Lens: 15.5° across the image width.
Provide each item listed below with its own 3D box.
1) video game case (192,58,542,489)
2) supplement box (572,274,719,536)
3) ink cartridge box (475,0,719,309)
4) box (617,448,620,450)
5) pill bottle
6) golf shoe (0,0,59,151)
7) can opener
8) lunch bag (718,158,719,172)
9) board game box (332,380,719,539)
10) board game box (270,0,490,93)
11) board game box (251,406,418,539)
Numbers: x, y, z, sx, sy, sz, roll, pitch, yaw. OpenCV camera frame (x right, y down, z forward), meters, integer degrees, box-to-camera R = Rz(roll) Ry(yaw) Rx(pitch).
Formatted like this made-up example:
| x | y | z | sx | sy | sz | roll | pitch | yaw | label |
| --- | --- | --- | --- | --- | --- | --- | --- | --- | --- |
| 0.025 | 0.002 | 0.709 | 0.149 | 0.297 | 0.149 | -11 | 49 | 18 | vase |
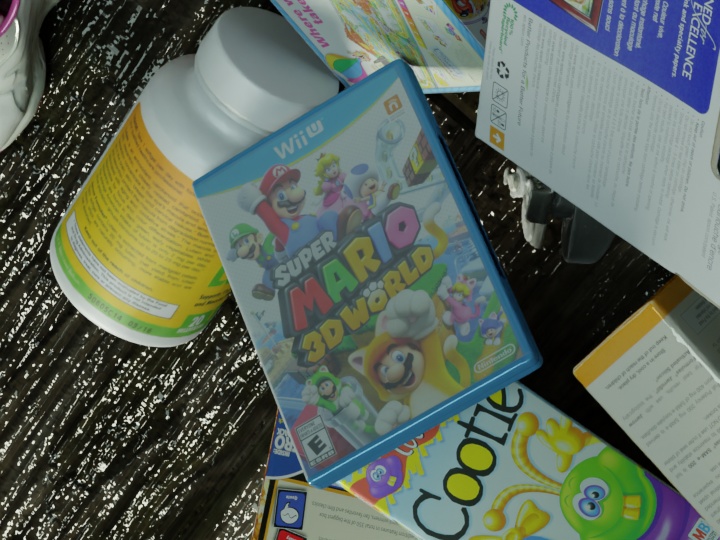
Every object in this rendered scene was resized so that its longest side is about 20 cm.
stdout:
| x | y | z | sx | sy | sz | roll | pitch | yaw | label |
| --- | --- | --- | --- | --- | --- | --- | --- | --- | --- |
| 0.000 | 0.000 | 1.440 | 0.143 | 0.018 | 0.200 | -30 | 62 | 15 | video game case |
| 0.226 | 0.088 | 1.440 | 0.200 | 0.126 | 0.074 | 48 | 125 | 5 | supplement box |
| 0.144 | -0.108 | 1.328 | 0.200 | 0.047 | 0.198 | 36 | 135 | 35 | ink cartridge box |
| 0.080 | 0.174 | 1.608 | 0.200 | 0.049 | 0.082 | -17 | 100 | 34 | box |
| -0.095 | -0.057 | 1.573 | 0.111 | 0.111 | 0.200 | 42 | 125 | 8 | pill bottle |
| -0.234 | -0.146 | 1.630 | 0.075 | 0.092 | 0.200 | 31 | 124 | 14 | golf shoe |
| 0.123 | -0.101 | 1.475 | 0.066 | 0.053 | 0.200 | 3 | 118 | -8 | can opener |
| 0.279 | -0.094 | 1.333 | 0.200 | 0.122 | 0.170 | 28 | 128 | 18 | lunch bag |
| 0.090 | 0.127 | 1.474 | 0.200 | 0.105 | 0.103 | 34 | 87 | 0 | board game box |
| -0.008 | -0.174 | 1.442 | 0.134 | 0.034 | 0.200 | 2 | 143 | 47 | board game box |
| 0.003 | 0.171 | 1.585 | 0.151 | 0.046 | 0.200 | 10 | 87 | 38 | board game box |
